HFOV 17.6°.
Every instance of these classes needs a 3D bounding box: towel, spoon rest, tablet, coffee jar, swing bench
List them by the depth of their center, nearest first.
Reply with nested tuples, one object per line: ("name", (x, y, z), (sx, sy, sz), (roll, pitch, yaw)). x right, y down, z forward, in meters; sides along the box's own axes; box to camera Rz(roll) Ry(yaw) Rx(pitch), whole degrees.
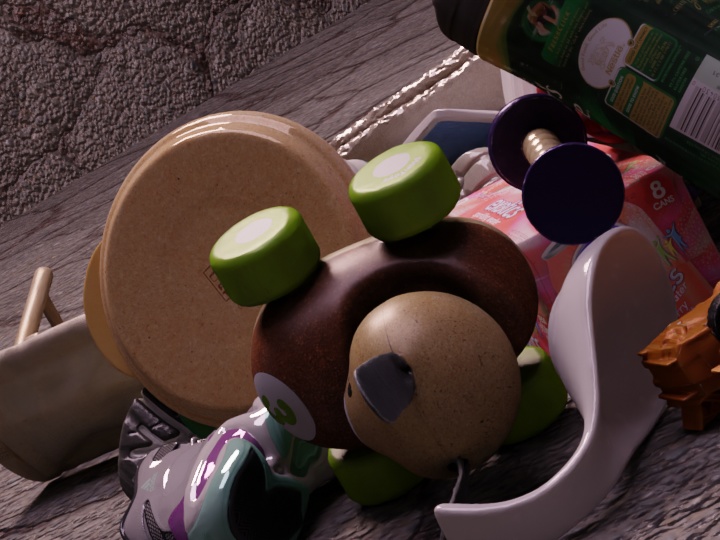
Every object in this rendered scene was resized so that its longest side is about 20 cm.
("spoon rest", (0.108, 0.061, 1.106), (0.060, 0.100, 0.200), (0, 40, 38))
("coffee jar", (0.140, -0.121, 1.236), (0.104, 0.200, 0.085), (-25, -36, -60))
("tablet", (0.131, -0.085, 1.584), (0.199, 0.014, 0.130), (3, -14, -12))
("towel", (0.054, -0.077, 1.651), (0.200, 0.133, 0.035), (-33, 38, 17))
("swing bench", (-0.162, 0.054, 1.686), (0.199, 0.130, 0.200), (-22, 17, 22))

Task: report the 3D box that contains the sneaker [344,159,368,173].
("sneaker", (0.000, 0.000, 1.453), (0.081, 0.077, 0.200), (5, 32, -38))

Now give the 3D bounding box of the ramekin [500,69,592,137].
("ramekin", (0.178, -0.145, 1.461), (0.200, 0.098, 0.200), (-3, 13, 1))

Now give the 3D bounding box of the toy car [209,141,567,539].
("toy car", (0.018, 0.060, 1.157), (0.157, 0.165, 0.200), (-25, 23, 11))

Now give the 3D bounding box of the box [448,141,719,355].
("box", (0.128, -0.008, 1.333), (0.102, 0.095, 0.200), (-27, 10, -5))

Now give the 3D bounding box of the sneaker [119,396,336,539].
("sneaker", (-0.071, 0.106, 1.327), (0.140, 0.078, 0.200), (-18, 13, 38))

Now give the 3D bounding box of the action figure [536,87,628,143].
("action figure", (0.191, -0.077, 1.307), (0.200, 0.052, 0.065), (18, 5, 19))

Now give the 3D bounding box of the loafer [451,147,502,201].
("loafer", (0.056, -0.005, 1.505), (0.070, 0.070, 0.200), (3, -35, -36))

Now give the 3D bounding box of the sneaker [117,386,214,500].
("sneaker", (-0.077, 0.085, 1.499), (0.200, 0.078, 0.090), (-46, -23, -25))

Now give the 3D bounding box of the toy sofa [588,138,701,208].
("toy sofa", (0.121, -0.042, 1.555), (0.200, 0.083, 0.098), (-15, 16, 47))

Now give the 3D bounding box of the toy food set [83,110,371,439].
("toy food set", (-0.071, 0.004, 1.416), (0.200, 0.198, 0.049), (-60, -21, 12))

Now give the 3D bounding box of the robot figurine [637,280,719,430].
("robot figurine", (0.236, 0.006, 1.101), (0.200, 0.058, 0.145), (-31, 11, -16))

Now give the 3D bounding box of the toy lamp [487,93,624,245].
("toy lamp", (0.100, -0.059, 1.234), (0.058, 0.058, 0.200), (-27, 10, 3))
